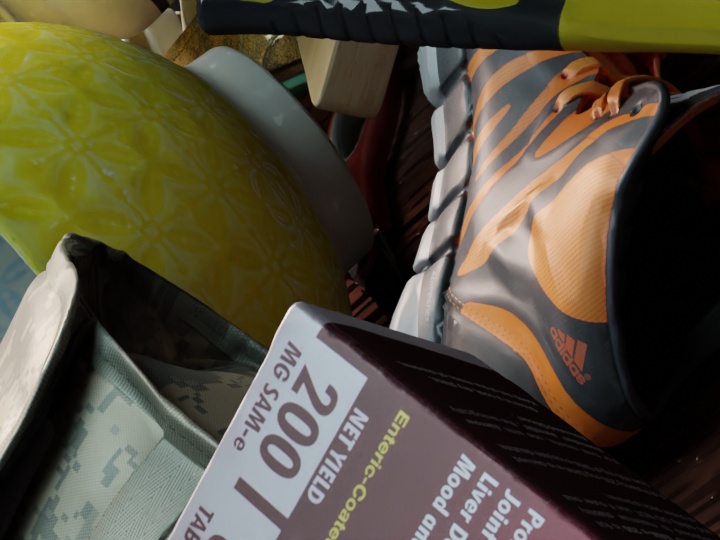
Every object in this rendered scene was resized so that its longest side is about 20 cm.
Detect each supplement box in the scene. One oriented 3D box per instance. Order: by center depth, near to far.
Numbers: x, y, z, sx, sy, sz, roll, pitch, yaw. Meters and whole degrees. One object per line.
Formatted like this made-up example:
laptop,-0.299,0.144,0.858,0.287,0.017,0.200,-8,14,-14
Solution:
supplement box,0.040,0.102,0.525,0.200,0.061,0.109,36,102,39

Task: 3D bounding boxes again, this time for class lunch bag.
lunch bag,-0.057,0.100,0.710,0.200,0.117,0.164,35,100,40

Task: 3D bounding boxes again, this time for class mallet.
mallet,0.053,-0.049,0.668,0.199,0.041,0.066,-1,59,20

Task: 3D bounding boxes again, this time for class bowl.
bowl,-0.061,-0.006,0.888,0.108,0.200,0.200,-39,15,-15

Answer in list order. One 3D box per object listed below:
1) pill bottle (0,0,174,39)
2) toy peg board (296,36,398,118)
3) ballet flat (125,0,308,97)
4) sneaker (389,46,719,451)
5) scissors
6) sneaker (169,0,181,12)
pill bottle,-0.078,-0.159,1.009,0.200,0.112,0.112,-45,21,-1
toy peg board,-0.026,-0.179,0.831,0.199,0.098,0.200,-104,28,-63
ballet flat,-0.059,-0.075,1.074,0.200,0.071,0.071,-29,40,54
sneaker,0.069,-0.044,0.745,0.112,0.077,0.201,-27,52,52
scissors,0.000,0.000,0.935,0.073,0.014,0.200,-54,24,24
sneaker,-0.035,-0.154,1.107,0.200,0.074,0.089,-58,20,16
